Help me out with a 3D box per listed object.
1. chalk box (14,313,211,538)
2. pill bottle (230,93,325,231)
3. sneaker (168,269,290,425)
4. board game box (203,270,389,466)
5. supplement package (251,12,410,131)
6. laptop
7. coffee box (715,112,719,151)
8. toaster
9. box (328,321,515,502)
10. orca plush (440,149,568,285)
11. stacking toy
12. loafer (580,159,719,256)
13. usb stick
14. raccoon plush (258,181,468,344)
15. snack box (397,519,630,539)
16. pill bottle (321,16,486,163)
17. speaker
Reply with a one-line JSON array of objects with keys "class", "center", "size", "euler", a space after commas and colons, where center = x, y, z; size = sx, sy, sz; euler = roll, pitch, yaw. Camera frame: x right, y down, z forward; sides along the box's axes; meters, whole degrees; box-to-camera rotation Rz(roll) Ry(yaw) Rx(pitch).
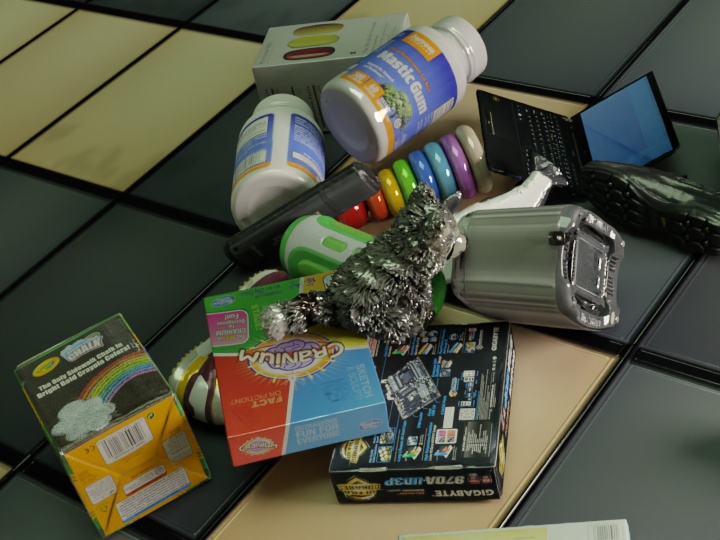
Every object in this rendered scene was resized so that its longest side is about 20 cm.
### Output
[{"class": "chalk box", "center": [-0.255, 0.140, 1.280], "size": [0.124, 0.125, 0.200], "euler": [-27, 38, -15]}, {"class": "pill bottle", "center": [-0.098, -0.131, 1.577], "size": [0.111, 0.113, 0.201], "euler": [-9, 37, 7]}, {"class": "sneaker", "center": [-0.113, 0.084, 1.352], "size": [0.090, 0.075, 0.200], "euler": [20, 55, 25]}, {"class": "board game box", "center": [-0.066, 0.089, 1.250], "size": [0.152, 0.041, 0.201], "euler": [-12, 40, -6]}, {"class": "supplement package", "center": [-0.030, -0.262, 1.721], "size": [0.198, 0.110, 0.114], "euler": [-4, 38, 14]}, {"class": "laptop", "center": [0.251, -0.179, 1.518], "size": [0.198, 0.104, 0.178], "euler": [15, 36, -12]}, {"class": "coffee box", "center": [0.452, -0.117, 1.366], "size": [0.112, 0.080, 0.201], "euler": [20, 41, -6]}, {"class": "toaster", "center": [0.174, -0.003, 1.272], "size": [0.128, 0.200, 0.115], "euler": [1, 81, 29]}, {"class": "box", "center": [0.065, 0.133, 1.241], "size": [0.157, 0.046, 0.201], "euler": [-4, 39, 14]}, {"class": "orca plush", "center": [0.134, -0.053, 1.432], "size": [0.201, 0.105, 0.071], "euler": [-53, 6, -9]}, {"class": "stacking toy", "center": [0.052, -0.098, 1.518], "size": [0.199, 0.086, 0.086], "euler": [-22, 37, -1]}, {"class": "loafer", "center": [0.332, -0.075, 1.402], "size": [0.200, 0.069, 0.070], "euler": [27, 45, 35]}, {"class": "usb stick", "center": [-0.068, -0.063, 1.477], "size": [0.199, 0.055, 0.033], "euler": [-30, 57, 18]}, {"class": "raccoon plush", "center": [0.009, 0.001, 1.204], "size": [0.199, 0.135, 0.097], "euler": [-21, 51, -26]}, {"class": "snack box", "center": [0.126, 0.267, 1.058], "size": [0.198, 0.037, 0.117], "euler": [-6, 38, 11]}, {"class": "pill bottle", "center": [0.058, -0.228, 1.565], "size": [0.200, 0.113, 0.112], "euler": [-38, 43, -24]}, {"class": "speaker", "center": [0.000, 0.000, 1.389], "size": [0.088, 0.089, 0.199], "euler": [-37, 37, -26]}]
